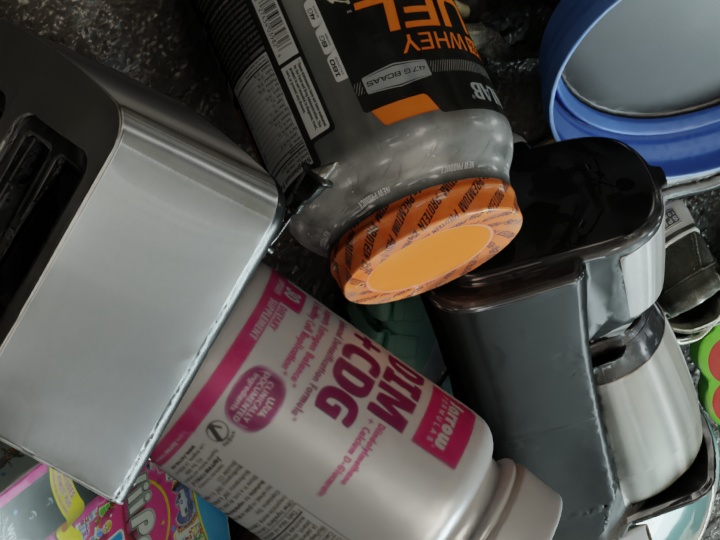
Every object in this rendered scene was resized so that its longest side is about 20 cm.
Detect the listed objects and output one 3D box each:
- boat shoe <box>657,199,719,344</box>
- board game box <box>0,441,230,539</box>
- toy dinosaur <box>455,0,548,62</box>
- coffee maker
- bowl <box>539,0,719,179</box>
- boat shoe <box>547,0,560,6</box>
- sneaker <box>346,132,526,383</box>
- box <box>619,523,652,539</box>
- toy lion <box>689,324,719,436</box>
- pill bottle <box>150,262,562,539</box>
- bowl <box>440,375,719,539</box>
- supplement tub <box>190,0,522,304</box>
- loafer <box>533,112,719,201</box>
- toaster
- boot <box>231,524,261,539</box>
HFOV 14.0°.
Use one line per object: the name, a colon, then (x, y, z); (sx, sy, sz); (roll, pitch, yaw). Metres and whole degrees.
boat shoe: (0.177, 0.012, 1.690); (0.071, 0.064, 0.200); (-35, 171, 3)
board game box: (-0.156, 0.133, 1.514); (0.200, 0.064, 0.148); (-40, 135, -42)
toy dinosaur: (0.054, -0.137, 1.592); (0.088, 0.048, 0.200); (-24, 130, -5)
coffee maker: (0.084, 0.050, 1.550); (0.192, 0.135, 0.200); (-34, 132, -18)
bowl: (0.190, -0.126, 1.591); (0.200, 0.039, 0.201); (-13, 147, -9)
boat shoe: (0.157, -0.204, 1.577); (0.062, 0.073, 0.200); (14, 139, -25)
sneaker: (0.000, 0.000, 1.604); (0.118, 0.074, 0.201); (16, 108, -35)
box: (0.043, 0.191, 1.606); (0.200, 0.156, 0.041); (-21, 96, -43)
toy lion: (0.291, 0.025, 1.741); (0.191, 0.069, 0.201); (-3, 101, -4)
pill bottle: (-0.006, 0.095, 1.467); (0.200, 0.113, 0.114); (35, 89, -8)
bowl: (0.137, 0.125, 1.755); (0.200, 0.105, 0.202); (-19, 123, -31)
supplement tub: (-0.002, -0.093, 1.449); (0.122, 0.201, 0.123); (-21, 163, -7)
loafer: (0.172, -0.079, 1.699); (0.200, 0.073, 0.072); (-36, 126, -19)
toaster: (-0.142, -0.015, 1.406); (0.118, 0.181, 0.200); (27, 96, -41)
boot: (-0.080, 0.186, 1.648); (0.200, 0.072, 0.167); (8, 101, -45)
